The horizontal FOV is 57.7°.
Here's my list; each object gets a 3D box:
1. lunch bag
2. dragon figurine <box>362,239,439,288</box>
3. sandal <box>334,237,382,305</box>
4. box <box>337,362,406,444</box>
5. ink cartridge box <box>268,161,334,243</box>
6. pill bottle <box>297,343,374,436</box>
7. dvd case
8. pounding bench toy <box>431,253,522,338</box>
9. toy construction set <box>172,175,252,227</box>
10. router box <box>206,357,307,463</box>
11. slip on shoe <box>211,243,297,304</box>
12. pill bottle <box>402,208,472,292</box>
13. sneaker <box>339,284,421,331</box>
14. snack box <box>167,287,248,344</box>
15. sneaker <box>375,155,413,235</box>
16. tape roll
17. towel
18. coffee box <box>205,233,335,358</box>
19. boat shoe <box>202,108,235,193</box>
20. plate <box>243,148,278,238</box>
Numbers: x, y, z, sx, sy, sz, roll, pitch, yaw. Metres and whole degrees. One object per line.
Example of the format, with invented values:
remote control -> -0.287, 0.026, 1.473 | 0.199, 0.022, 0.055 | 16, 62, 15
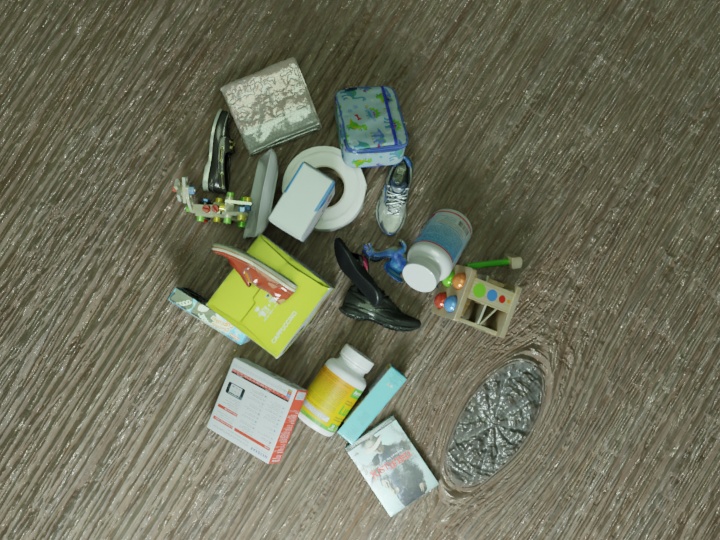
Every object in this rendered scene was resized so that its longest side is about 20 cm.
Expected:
lunch bag -> 0.025, -0.343, 1.540 | 0.160, 0.082, 0.200 | -5, 62, -9
dragon figurine -> 0.092, -0.008, 1.573 | 0.099, 0.059, 0.200 | -44, 97, -1
sandal -> 0.000, 0.000, 1.554 | 0.045, 0.075, 0.200 | -26, 62, -25
box -> 0.026, 0.314, 1.553 | 0.049, 0.082, 0.200 | 40, 89, 0
ink cartridge box -> -0.124, -0.144, 1.441 | 0.085, 0.200, 0.145 | 31, 89, -3
pill bottle -> -0.057, 0.278, 1.539 | 0.111, 0.111, 0.200 | 35, 88, 1
dvd case -> 0.076, 0.471, 1.578 | 0.146, 0.022, 0.200 | -33, 88, -1
pounding bench toy -> 0.273, 0.032, 1.520 | 0.156, 0.124, 0.200 | 21, 88, -19
toy construction set -> -0.346, -0.152, 1.539 | 0.200, 0.131, 0.092 | 19, 89, 5
router box -> -0.244, 0.323, 1.524 | 0.200, 0.049, 0.180 | 21, 88, 29
slip on shoe -> -0.230, 0.004, 1.373 | 0.200, 0.074, 0.061 | 33, 91, -1
pill bottle -> 0.175, -0.046, 1.507 | 0.109, 0.109, 0.200 | 36, 51, 1
sneaker -> 0.054, 0.090, 1.568 | 0.200, 0.076, 0.091 | 18, 80, -3
snack box -> -0.347, 0.106, 1.541 | 0.200, 0.116, 0.037 | 32, 88, 0
sneaker -> 0.082, -0.185, 1.568 | 0.077, 0.085, 0.200 | 9, 89, 0
tape roll -> -0.086, -0.195, 1.576 | 0.202, 0.071, 0.203 | 0, 87, 0
towel -> -0.218, -0.402, 1.601 | 0.200, 0.032, 0.191 | -23, 88, -2
coffee box -> -0.198, 0.058, 1.502 | 0.200, 0.198, 0.200 | 37, 89, 1
boat shoe -> -0.333, -0.287, 1.579 | 0.060, 0.072, 0.202 | 11, 96, 0
plate -> -0.228, -0.171, 1.517 | 0.032, 0.200, 0.200 | 11, 88, -17
